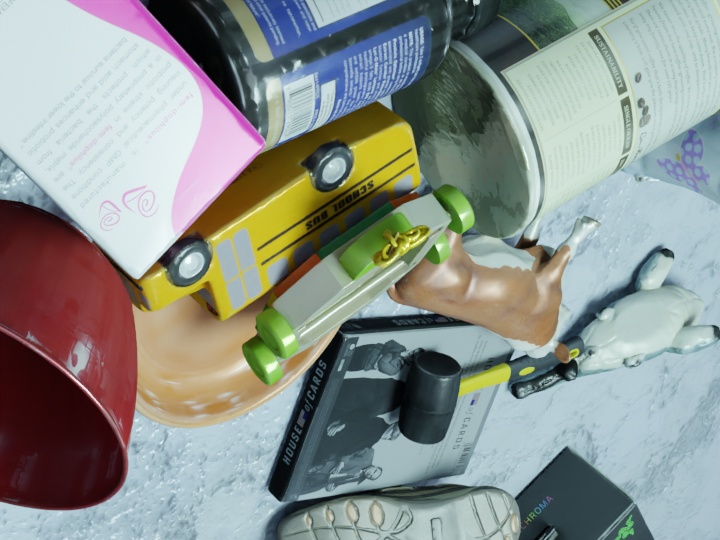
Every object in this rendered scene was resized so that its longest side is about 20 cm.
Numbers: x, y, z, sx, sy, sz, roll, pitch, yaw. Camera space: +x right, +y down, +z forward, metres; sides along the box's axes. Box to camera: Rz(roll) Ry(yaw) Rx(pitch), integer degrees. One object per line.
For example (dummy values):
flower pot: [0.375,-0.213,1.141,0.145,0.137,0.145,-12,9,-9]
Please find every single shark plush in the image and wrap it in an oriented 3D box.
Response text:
shark plush: [0.221,0.071,1.490,0.200,0.091,0.083,-37,170,-24]

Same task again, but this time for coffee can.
coffee can: [0.142,-0.131,1.179,0.199,0.146,0.147,-30,138,-23]

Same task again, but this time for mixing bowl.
mixing bowl: [-0.199,0.033,0.969,0.201,0.199,0.109,72,33,-47]

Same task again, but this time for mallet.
mallet: [0.105,0.090,1.377,0.199,0.041,0.066,-6,122,-46]

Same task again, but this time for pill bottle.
pill bottle: [-0.017,-0.149,1.036,0.199,0.112,0.112,-26,136,-27]

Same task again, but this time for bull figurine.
bull figurine: [0.106,0.000,1.304,0.199,0.065,0.122,15,104,-41]

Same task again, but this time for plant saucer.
plant saucer: [-0.085,0.012,1.161,0.199,0.037,0.201,-26,136,-27]

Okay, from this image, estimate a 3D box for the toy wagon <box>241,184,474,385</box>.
toy wagon: [0.000,0.000,1.097,0.155,0.040,0.200,-35,172,-18]

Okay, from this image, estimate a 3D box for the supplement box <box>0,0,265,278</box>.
supplement box: [-0.158,-0.106,0.894,0.101,0.103,0.200,-46,120,-6]

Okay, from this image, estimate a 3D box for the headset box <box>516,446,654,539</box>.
headset box: [0.182,0.282,1.597,0.174,0.093,0.200,-43,141,-10]

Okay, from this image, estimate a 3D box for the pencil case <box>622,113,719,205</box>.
pencil case: [0.276,-0.086,1.310,0.083,0.200,0.091,34,88,-45]

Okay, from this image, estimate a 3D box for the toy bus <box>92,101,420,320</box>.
toy bus: [-0.061,-0.038,1.064,0.200,0.065,0.079,-35,139,-21]

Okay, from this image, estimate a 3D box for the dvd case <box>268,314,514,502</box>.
dvd case: [0.031,0.103,1.359,0.199,0.025,0.151,-3,122,-44]

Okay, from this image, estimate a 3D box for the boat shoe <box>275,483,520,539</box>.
boat shoe: [0.026,0.208,1.389,0.199,0.073,0.075,-1,90,-17]
